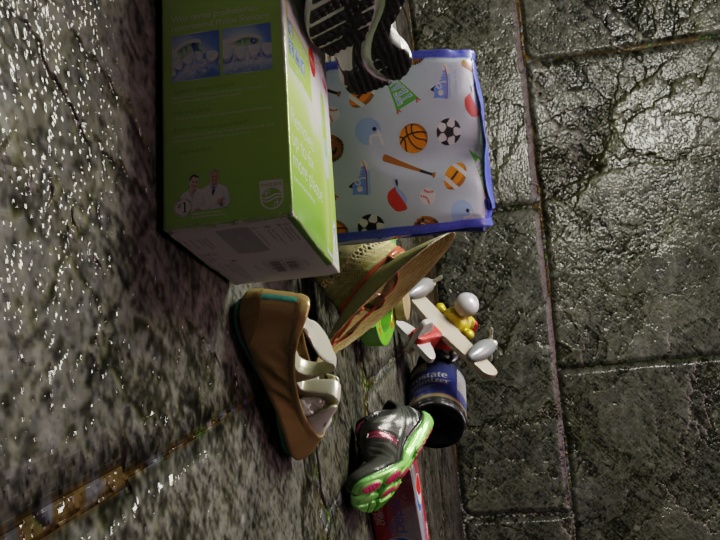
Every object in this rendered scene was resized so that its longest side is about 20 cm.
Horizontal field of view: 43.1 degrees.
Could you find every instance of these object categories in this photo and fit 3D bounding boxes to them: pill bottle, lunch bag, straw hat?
[{"bbox_3d":[0.145,0.235,1.726,0.200,0.111,0.112,-81,162,-62],"label":"pill bottle"},{"bbox_3d":[0.019,-0.110,0.851,0.124,0.199,0.171,-21,103,-81],"label":"lunch bag"},{"bbox_3d":[0.000,0.000,0.952,0.085,0.201,0.201,45,3,10],"label":"straw hat"}]

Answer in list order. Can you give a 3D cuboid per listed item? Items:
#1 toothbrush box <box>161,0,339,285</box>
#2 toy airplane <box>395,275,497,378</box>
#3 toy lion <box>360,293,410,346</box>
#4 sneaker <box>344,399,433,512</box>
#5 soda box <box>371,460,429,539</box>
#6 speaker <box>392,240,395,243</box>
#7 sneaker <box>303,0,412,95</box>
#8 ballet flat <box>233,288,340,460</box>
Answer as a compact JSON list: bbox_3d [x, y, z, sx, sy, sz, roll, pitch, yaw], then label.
[{"bbox_3d":[-0.073,-0.105,0.625,0.146,0.086,0.201,57,27,-72],"label":"toothbrush box"},{"bbox_3d":[0.155,0.096,1.653,0.200,0.141,0.199,34,17,-19],"label":"toy airplane"},{"bbox_3d":[0.010,0.015,1.193,0.192,0.068,0.201,-66,150,-60],"label":"toy lion"},{"bbox_3d":[0.021,0.219,1.092,0.077,0.083,0.200,-65,168,24],"label":"sneaker"},{"bbox_3d":[0.051,0.323,1.208,0.070,0.063,0.201,-77,160,-63],"label":"soda box"},{"bbox_3d":[-0.013,-0.089,1.005,0.089,0.088,0.201,-86,167,-49],"label":"speaker"},{"bbox_3d":[-0.010,-0.195,0.651,0.200,0.073,0.080,68,1,-79],"label":"sneaker"},{"bbox_3d":[-0.047,0.091,0.729,0.201,0.063,0.069,75,13,-48],"label":"ballet flat"}]
